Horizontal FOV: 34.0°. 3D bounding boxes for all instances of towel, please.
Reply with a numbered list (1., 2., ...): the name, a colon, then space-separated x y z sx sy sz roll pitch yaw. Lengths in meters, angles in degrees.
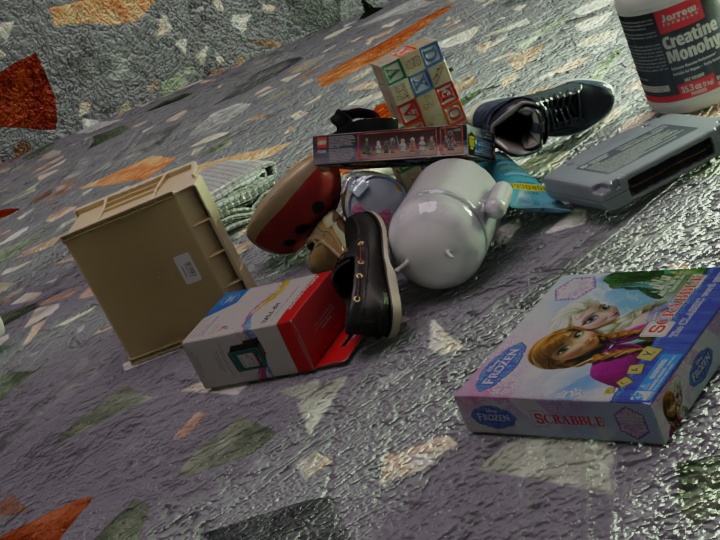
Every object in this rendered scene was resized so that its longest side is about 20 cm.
1. towel: -0.239 -0.107 1.935 0.199 0.086 0.165 -33 23 -24

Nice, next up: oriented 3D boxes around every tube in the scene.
1. tube: 0.191 -0.100 1.445 0.076 0.051 0.200 -2 19 -10

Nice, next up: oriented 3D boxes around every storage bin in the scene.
1. storage bin: -0.252 -0.010 1.527 0.196 0.202 0.094 -20 21 13

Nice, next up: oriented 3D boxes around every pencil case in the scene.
1. pencil case: 0.017 -0.085 1.505 0.082 0.091 0.200 -29 8 0

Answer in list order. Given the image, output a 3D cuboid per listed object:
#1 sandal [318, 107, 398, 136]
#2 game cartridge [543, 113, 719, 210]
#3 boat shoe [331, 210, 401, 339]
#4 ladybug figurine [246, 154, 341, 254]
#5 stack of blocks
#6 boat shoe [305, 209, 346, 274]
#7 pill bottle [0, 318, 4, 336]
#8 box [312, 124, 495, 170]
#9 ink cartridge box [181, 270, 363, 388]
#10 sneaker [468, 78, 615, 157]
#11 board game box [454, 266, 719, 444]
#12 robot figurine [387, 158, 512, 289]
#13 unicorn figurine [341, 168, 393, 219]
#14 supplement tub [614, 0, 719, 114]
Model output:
1. sandal: -0.001 -0.195 1.555 0.074 0.049 0.200 -3 1 -22
2. game cartridge: 0.318 -0.127 1.358 0.198 0.042 0.133 -27 16 -18
3. boat shoe: 0.000 -0.002 1.311 0.062 0.074 0.203 2 37 -10
4. ladybug figurine: -0.085 -0.086 1.625 0.135 0.072 0.200 -34 -10 -38
5. stack of blocks: 0.082 -0.199 1.599 0.114 0.202 0.059 -26 20 -7
6. boat shoe: -0.034 -0.021 1.511 0.076 0.072 0.200 -39 12 0
7. pill bottle: -0.653 0.121 1.811 0.111 0.112 0.200 -1 31 49
8. box: 0.056 -0.150 1.456 0.197 0.041 0.137 -2 1 21
9. ink cartridge box: -0.090 0.065 1.341 0.198 0.068 0.116 -13 23 30
10. sneaker: 0.251 -0.200 1.536 0.199 0.078 0.146 -13 13 -2
11. board game box: 0.212 0.068 1.009 0.198 0.042 0.200 -5 28 45
12. robot figurine: 0.098 -0.054 1.343 0.168 0.114 0.200 -28 16 31
13. unicorn figurine: 0.018 -0.153 1.740 0.198 0.075 0.137 -25 30 -16
14. supplement tub: 0.406 -0.315 1.498 0.139 0.202 0.141 -22 20 8
